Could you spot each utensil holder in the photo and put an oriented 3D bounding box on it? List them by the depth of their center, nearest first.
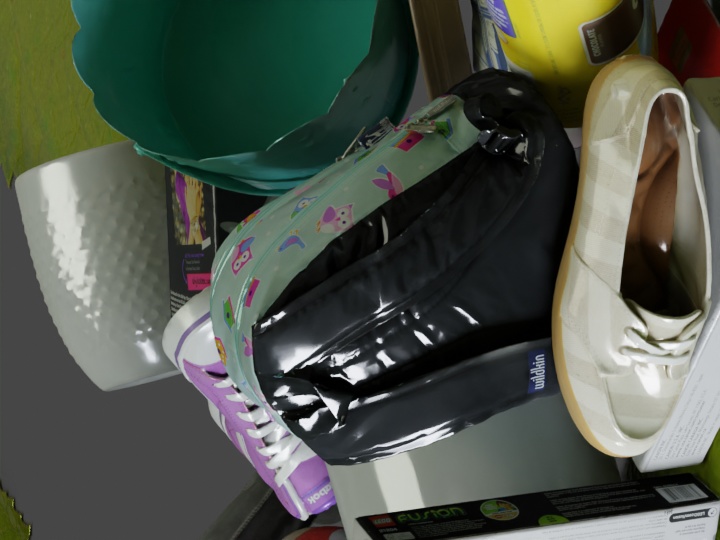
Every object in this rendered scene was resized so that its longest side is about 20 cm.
[{"bbox_3d":[0.049,0.065,1.445,0.170,0.169,0.201,131,128,-59],"label":"utensil holder"}]

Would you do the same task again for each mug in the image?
[{"bbox_3d":[-0.176,-0.001,2.012,0.200,0.147,0.177,22,-126,-83],"label":"mug"}]

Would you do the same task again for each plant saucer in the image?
[{"bbox_3d":[0.043,-0.159,1.495,0.200,0.029,0.202,-12,-90,-86],"label":"plant saucer"}]

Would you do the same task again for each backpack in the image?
[{"bbox_3d":[0.023,0.008,1.299,0.168,0.199,0.127,61,171,-22],"label":"backpack"}]

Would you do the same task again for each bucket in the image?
[{"bbox_3d":[-0.064,-0.148,1.580,0.135,0.206,0.209,32,-134,-71],"label":"bucket"}]

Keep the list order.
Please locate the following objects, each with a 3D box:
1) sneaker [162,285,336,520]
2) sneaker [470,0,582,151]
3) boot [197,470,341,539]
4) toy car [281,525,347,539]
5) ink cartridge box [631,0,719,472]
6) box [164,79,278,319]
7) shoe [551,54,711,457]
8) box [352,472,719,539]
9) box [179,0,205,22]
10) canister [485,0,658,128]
[{"bbox_3d":[-0.047,0.081,1.502,0.114,0.072,0.201,52,175,26],"label":"sneaker"},{"bbox_3d":[0.082,-0.152,1.439,0.088,0.075,0.201,121,139,-50],"label":"sneaker"},{"bbox_3d":[-0.064,0.182,1.683,0.182,0.072,0.201,88,-154,-56],"label":"boot"},{"bbox_3d":[0.034,0.250,1.570,0.199,0.184,0.178,0,98,37],"label":"toy car"},{"bbox_3d":[0.158,-0.026,1.330,0.201,0.044,0.177,109,146,-43],"label":"ink cartridge box"},{"bbox_3d":[-0.061,-0.034,1.735,0.106,0.121,0.202,-164,72,-66],"label":"box"},{"bbox_3d":[0.135,-0.002,1.245,0.053,0.069,0.202,-153,60,-63],"label":"shoe"},{"bbox_3d":[0.088,0.172,1.330,0.035,0.198,0.111,-136,46,-56],"label":"box"},{"bbox_3d":[-0.089,-0.246,1.756,0.163,0.021,0.202,1,-98,-69],"label":"box"},{"bbox_3d":[0.093,-0.183,1.272,0.200,0.086,0.150,64,-160,-55],"label":"canister"}]
